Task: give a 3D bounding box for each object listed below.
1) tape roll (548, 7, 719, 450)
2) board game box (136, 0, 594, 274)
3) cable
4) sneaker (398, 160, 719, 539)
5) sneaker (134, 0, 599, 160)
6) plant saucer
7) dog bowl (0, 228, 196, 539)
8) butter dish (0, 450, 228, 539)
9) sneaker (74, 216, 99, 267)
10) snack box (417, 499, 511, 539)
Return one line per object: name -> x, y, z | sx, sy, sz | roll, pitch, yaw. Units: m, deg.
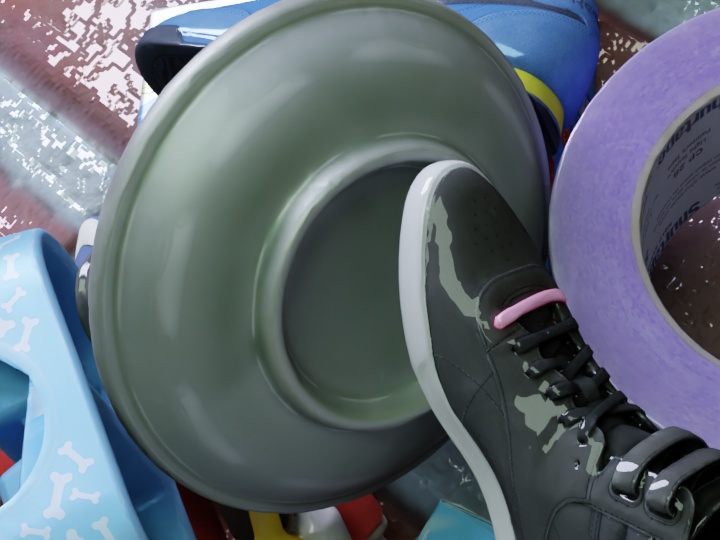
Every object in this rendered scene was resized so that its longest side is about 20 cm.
tape roll -> 0.171, 0.001, 0.918 | 0.198, 0.085, 0.201 | -3, 64, 6
board game box -> -0.002, -0.028, 1.046 | 0.199, 0.056, 0.197 | -6, 62, 20
cable -> -0.038, 0.058, 0.940 | 0.050, 0.201, 0.097 | 2, 40, 34
sneaker -> 0.082, 0.050, 0.825 | 0.099, 0.070, 0.201 | -17, 92, 48
sneaker -> 0.004, -0.092, 1.010 | 0.199, 0.066, 0.079 | 6, 55, 25
plant saucer -> 0.000, 0.000, 0.877 | 0.200, 0.200, 0.050 | -52, 38, -9
dog bowl -> -0.104, 0.070, 0.885 | 0.049, 0.112, 0.201 | -26, 58, 3
butter dish -> -0.143, 0.180, 0.956 | 0.198, 0.148, 0.201 | -6, 54, -31
sneaker -> -0.031, -0.022, 0.977 | 0.199, 0.075, 0.089 | -23, 58, 10
snack box -> 0.011, 0.195, 0.891 | 0.037, 0.116, 0.201 | 24, 75, 31
